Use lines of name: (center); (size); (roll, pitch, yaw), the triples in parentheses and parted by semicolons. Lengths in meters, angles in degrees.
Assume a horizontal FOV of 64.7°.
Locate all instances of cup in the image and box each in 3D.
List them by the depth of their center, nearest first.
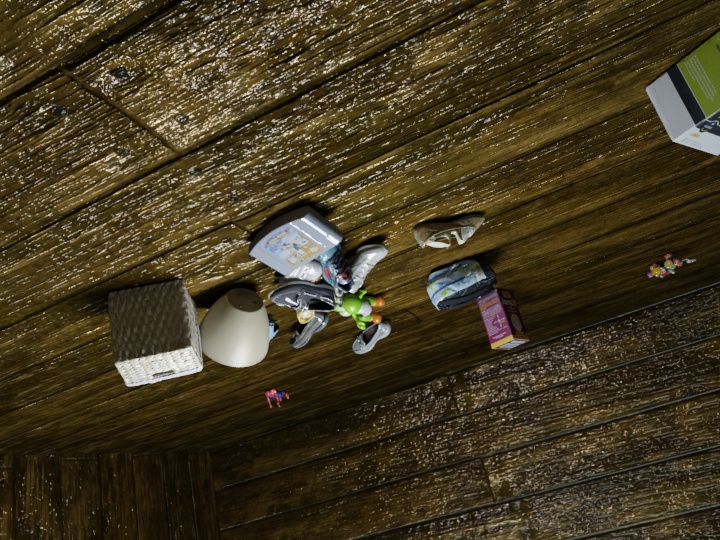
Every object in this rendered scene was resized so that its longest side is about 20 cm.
cup: (-0.325, 0.135, 1.522); (0.197, 0.201, 0.145); (1, 126, -35)

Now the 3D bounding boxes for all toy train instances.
toy train: (1.260, -0.024, 2.327); (0.147, 0.057, 0.200); (-11, 161, -14)

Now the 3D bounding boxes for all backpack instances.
backpack: (0.306, 0.047, 1.777); (0.199, 0.155, 0.163); (-36, 161, -5)

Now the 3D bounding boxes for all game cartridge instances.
game cartridge: (-0.153, -0.065, 1.275); (0.198, 0.042, 0.132); (-29, 139, 32)

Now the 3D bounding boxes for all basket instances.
basket: (-0.504, 0.154, 1.401); (0.194, 0.203, 0.161); (-10, 156, -11)

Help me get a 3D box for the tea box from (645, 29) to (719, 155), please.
tea box: (0.705, -0.343, 1.090); (0.197, 0.136, 0.196); (2, 154, -36)

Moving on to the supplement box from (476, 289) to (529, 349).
supplement box: (0.539, 0.187, 2.155); (0.130, 0.203, 0.103); (8, 149, -45)

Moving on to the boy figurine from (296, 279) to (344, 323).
boy figurine: (-0.136, 0.090, 1.673); (0.123, 0.065, 0.199); (3, 149, -43)

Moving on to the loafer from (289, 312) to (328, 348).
loafer: (-0.185, 0.189, 1.891); (0.062, 0.073, 0.200); (25, 131, -30)

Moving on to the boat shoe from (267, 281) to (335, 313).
boat shoe: (-0.143, 0.074, 1.455); (0.198, 0.063, 0.073); (3, 143, -42)

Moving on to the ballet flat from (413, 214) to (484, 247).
ballet flat: (0.234, -0.095, 1.467); (0.196, 0.066, 0.071); (-12, 158, -8)

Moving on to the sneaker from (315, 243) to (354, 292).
sneaker: (-0.053, -0.016, 1.388); (0.079, 0.095, 0.201); (-41, 151, -12)

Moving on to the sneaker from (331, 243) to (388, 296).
sneaker: (0.000, 0.000, 1.496); (0.198, 0.101, 0.074); (-31, 151, 31)

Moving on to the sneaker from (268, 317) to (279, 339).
sneaker: (-0.315, 0.167, 1.756); (0.089, 0.079, 0.200); (-37, 159, 5)

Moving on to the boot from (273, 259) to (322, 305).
boot: (-0.190, 0.020, 1.475); (0.095, 0.075, 0.199); (16, 135, -42)

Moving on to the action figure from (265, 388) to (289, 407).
action figure: (-0.401, 0.622, 2.727); (0.064, 0.101, 0.200); (-20, 155, 10)

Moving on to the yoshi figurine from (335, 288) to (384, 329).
yoshi figurine: (0.000, 0.115, 1.777); (0.198, 0.113, 0.112); (11, 131, -44)

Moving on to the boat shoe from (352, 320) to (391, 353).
boat shoe: (0.031, 0.250, 2.155); (0.064, 0.076, 0.201); (14, 140, -40)
